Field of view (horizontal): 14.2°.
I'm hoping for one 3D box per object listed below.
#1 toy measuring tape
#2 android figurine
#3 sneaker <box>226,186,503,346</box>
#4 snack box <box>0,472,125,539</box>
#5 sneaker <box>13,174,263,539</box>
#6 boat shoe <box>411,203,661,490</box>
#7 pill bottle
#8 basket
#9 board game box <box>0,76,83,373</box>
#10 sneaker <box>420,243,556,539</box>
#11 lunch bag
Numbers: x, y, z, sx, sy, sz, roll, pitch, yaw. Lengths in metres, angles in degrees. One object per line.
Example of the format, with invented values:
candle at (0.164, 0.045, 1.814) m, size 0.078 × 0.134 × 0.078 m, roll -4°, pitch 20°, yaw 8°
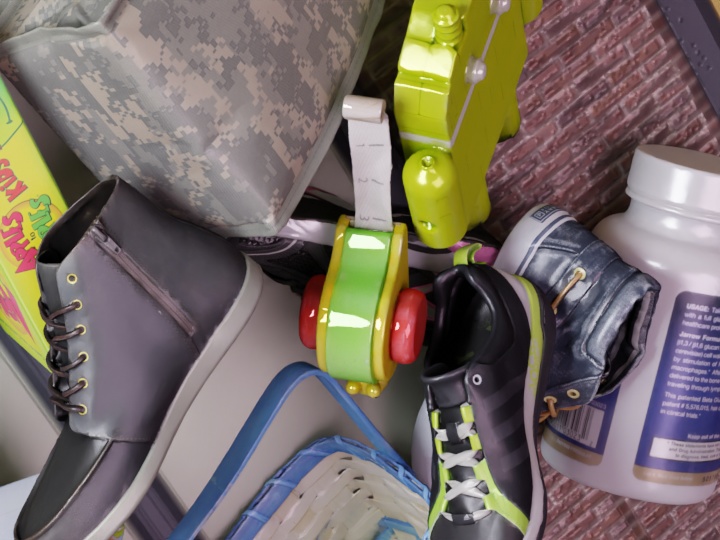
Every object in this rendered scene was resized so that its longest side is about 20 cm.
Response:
toy measuring tape at (0.000, 0.000, 1.565) m, size 0.073 × 0.074 × 0.200 m, roll -22°, pitch 137°, yaw -19°
android figurine at (0.060, -0.108, 1.603) m, size 0.200 × 0.041 × 0.182 m, roll 79°, pitch 28°, yaw -59°
sneaker at (-0.006, 0.007, 1.658) m, size 0.200 × 0.080 × 0.087 m, roll 12°, pitch 102°, yaw -29°
snack box at (-0.234, 0.182, 1.569) m, size 0.200 × 0.053 × 0.142 m, roll -19°, pitch 157°, yaw -21°
sneaker at (-0.146, 0.053, 1.493) m, size 0.106 × 0.075 × 0.200 m, roll 35°, pitch 81°, yaw -27°
boat shoe at (0.101, 0.066, 1.694) m, size 0.071 × 0.091 × 0.201 m, roll -18°, pitch 137°, yaw -52°
pill bottle at (0.183, 0.030, 1.742) m, size 0.111 × 0.111 × 0.200 m, roll 6°, pitch 104°, yaw -28°
basket at (-0.029, 0.167, 1.661) m, size 0.200 × 0.139 × 0.176 m, roll 42°, pitch 79°, yaw -39°
board game box at (-0.196, -0.045, 1.529) m, size 0.048 × 0.102 × 0.200 m, roll -33°, pitch 118°, yaw -15°
sneaker at (0.055, 0.084, 1.602) m, size 0.083 × 0.072 × 0.200 m, roll 28°, pitch 58°, yaw -46°
lunch bag at (-0.082, -0.140, 1.544) m, size 0.164 × 0.117 × 0.200 m, roll 49°, pitch 54°, yaw -30°
